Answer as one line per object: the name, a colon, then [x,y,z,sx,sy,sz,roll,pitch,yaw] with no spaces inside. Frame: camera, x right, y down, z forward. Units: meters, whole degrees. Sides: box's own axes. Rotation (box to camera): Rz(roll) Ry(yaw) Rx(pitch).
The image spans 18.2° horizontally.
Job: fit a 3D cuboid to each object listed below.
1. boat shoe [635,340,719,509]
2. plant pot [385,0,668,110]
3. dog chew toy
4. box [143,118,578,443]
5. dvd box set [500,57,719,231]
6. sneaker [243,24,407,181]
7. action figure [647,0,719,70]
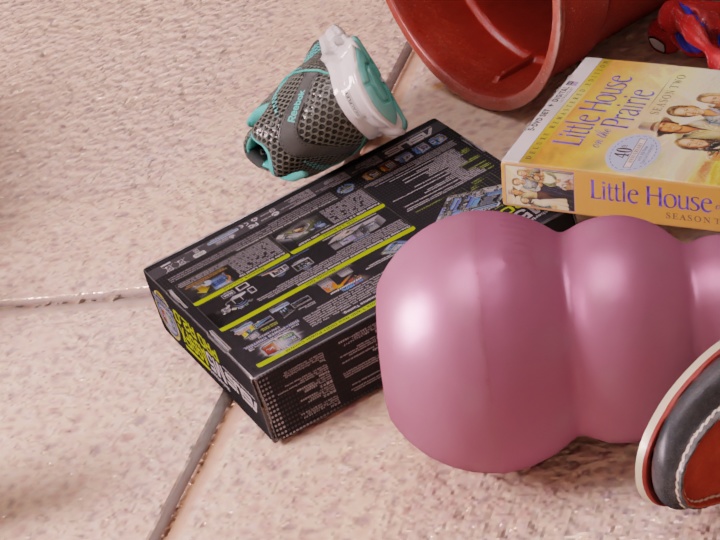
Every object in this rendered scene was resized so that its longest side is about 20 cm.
boat shoe: [0.211,0.054,1.006,0.199,0.071,0.063,-27,39,-24]
plant pot: [0.135,-0.228,1.397,0.195,0.202,0.200,-25,30,-26]
dog chew toy: [0.109,0.028,1.056,0.199,0.125,0.125,-6,32,6]
box: [0.000,0.000,1.230,0.199,0.044,0.160,-28,32,-16]
dvd box set: [0.192,-0.066,1.198,0.199,0.030,0.146,8,31,23]
sneaker: [-0.030,-0.094,1.328,0.091,0.078,0.200,-31,3,1]
action figure: [0.230,-0.135,1.306,0.065,0.052,0.200,-3,11,-28]
